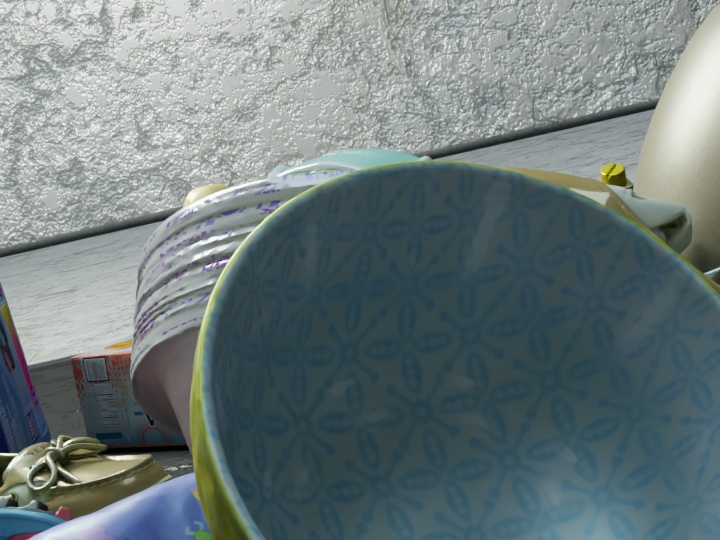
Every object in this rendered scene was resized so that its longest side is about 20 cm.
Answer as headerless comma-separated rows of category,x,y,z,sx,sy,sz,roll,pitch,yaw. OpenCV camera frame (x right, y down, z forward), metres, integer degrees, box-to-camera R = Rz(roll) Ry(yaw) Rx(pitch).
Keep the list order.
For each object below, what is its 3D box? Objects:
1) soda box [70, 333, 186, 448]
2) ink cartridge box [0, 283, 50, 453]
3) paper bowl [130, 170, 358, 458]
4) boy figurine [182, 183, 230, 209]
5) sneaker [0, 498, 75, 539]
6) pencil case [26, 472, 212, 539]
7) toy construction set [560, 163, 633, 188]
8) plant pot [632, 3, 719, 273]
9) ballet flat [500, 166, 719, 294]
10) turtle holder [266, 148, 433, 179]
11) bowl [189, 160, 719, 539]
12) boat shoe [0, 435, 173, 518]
soda box,-0.086,0.069,1.112,0.199,0.064,0.068,-6,9,39
ink cartridge box,-0.255,0.072,1.091,0.076,0.137,0.200,-18,7,2
paper bowl,-0.002,0.046,0.790,0.199,0.105,0.201,1,-24,0
boy figurine,-0.032,0.004,1.129,0.124,0.065,0.200,-4,-23,40
sneaker,-0.171,0.142,0.705,0.198,0.096,0.079,8,-25,-8
pencil case,-0.052,0.117,0.646,0.199,0.087,0.078,-16,-35,-30
toy construction set,0.097,-0.006,1.252,0.199,0.092,0.131,-18,30,19
plant pot,0.209,-0.015,0.883,0.135,0.200,0.200,-49,14,-7
ballet flat,0.143,0.008,0.808,0.063,0.200,0.069,-39,-28,-9
turtle holder,-0.003,0.007,0.965,0.131,0.142,0.186,24,34,3
bowl,0.033,0.074,0.587,0.199,0.201,0.108,-17,-30,-30
boat shoe,-0.192,0.114,0.953,0.199,0.064,0.073,-9,8,28
